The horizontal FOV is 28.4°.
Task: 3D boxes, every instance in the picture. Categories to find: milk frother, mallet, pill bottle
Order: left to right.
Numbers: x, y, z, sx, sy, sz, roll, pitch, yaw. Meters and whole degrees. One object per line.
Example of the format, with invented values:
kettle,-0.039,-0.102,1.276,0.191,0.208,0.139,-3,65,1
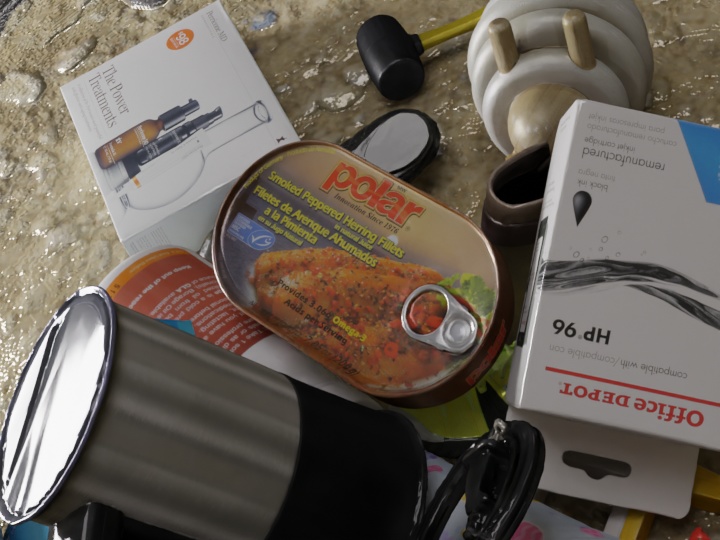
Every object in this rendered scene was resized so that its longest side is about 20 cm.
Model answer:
pill bottle,-0.079,0.072,0.885,0.112,0.113,0.199,-46,50,-16
milk frother,-0.043,0.089,0.663,0.200,0.187,0.182,-48,34,29
mallet,0.095,-0.184,1.068,0.197,0.041,0.066,-17,47,5

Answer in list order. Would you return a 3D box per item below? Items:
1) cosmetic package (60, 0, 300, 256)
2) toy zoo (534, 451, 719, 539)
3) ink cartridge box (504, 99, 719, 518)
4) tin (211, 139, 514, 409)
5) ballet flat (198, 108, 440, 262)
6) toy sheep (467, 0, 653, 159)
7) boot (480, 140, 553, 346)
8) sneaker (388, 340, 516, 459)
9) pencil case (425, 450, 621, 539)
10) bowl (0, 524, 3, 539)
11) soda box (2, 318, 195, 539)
cosmetic package,-0.135,-0.106,1.094,0.149,0.052,0.201,-28,48,-3
toy zoo,0.135,0.169,0.777,0.130,0.021,0.201,12,60,30
ink cartridge box,0.144,0.024,0.747,0.114,0.068,0.203,11,88,0
tin,0.000,0.000,0.810,0.199,0.042,0.113,32,91,34
ballet flat,-0.026,-0.044,1.009,0.198,0.057,0.067,-31,75,4
toy sheep,0.134,-0.143,0.953,0.136,0.139,0.201,-2,43,22
boot,0.093,-0.009,0.850,0.199,0.147,0.070,-36,61,-7
sneaker,0.111,0.057,0.826,0.197,0.077,0.076,-11,19,7
pencil case,0.064,0.156,0.736,0.199,0.082,0.092,19,101,54
bowl,-0.289,0.199,0.879,0.199,0.090,0.203,-18,51,23
soda box,-0.151,0.121,0.828,0.063,0.201,0.068,5,39,-28
